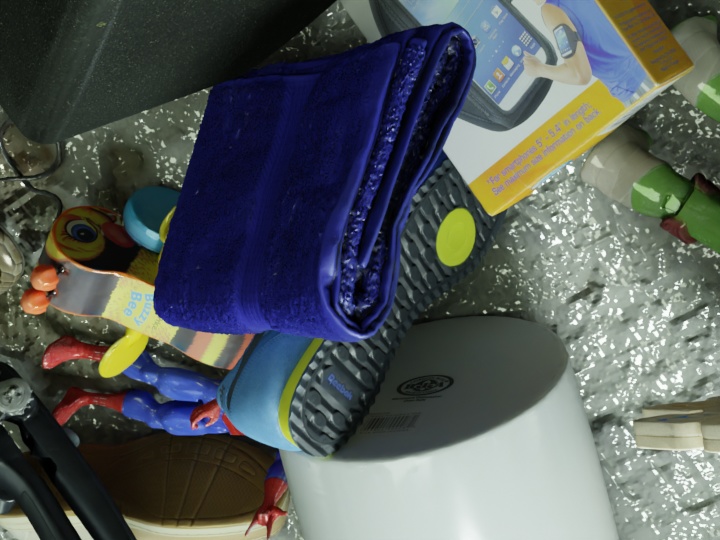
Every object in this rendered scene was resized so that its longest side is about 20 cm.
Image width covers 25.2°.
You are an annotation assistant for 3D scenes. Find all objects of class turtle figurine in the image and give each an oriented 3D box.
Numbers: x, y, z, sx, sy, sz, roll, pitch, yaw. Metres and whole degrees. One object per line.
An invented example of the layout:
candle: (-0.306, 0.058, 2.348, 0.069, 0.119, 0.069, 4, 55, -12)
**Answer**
turtle figurine: (0.217, -0.027, 0.751, 0.194, 0.200, 0.144, 43, 155, 22)

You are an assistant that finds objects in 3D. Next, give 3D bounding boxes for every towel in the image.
towel: (-0.034, -0.041, 0.759, 0.050, 0.148, 0.200, 27, 166, -26)

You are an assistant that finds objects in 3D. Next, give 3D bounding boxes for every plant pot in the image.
plant pot: (-0.105, -0.174, 0.713, 0.200, 0.199, 0.177, 51, 140, 16)

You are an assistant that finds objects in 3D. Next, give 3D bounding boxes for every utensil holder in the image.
utensil holder: (0.055, 0.146, 0.856, 0.170, 0.170, 0.200, -6, 111, 24)

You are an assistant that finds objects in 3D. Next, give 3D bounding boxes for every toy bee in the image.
toy bee: (-0.135, 0.007, 0.888, 0.200, 0.109, 0.131, 13, 123, 15)

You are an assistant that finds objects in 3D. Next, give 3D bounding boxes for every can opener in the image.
can opener: (-0.176, 0.131, 0.938, 0.200, 0.063, 0.079, 43, 151, 23)

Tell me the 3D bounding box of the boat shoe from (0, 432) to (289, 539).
boat shoe: (-0.129, 0.147, 0.990, 0.200, 0.074, 0.069, -1, 136, 22)

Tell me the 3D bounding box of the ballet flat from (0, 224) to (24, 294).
ballet flat: (-0.283, -0.003, 0.959, 0.200, 0.046, 0.067, 1, 122, 32)

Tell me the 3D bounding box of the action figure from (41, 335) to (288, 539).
action figure: (-0.098, 0.092, 0.928, 0.200, 0.099, 0.065, 6, 120, 16)

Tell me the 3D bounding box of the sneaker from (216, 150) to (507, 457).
sneaker: (0.000, 0.000, 0.804, 0.078, 0.200, 0.066, 19, 155, 45)

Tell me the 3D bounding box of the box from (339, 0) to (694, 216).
box: (0.049, -0.138, 0.745, 0.200, 0.041, 0.119, 54, 134, 3)

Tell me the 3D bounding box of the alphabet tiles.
alphabet tiles: (0.228, 0.063, 0.725, 0.196, 0.200, 0.015, -8, 88, 63)
